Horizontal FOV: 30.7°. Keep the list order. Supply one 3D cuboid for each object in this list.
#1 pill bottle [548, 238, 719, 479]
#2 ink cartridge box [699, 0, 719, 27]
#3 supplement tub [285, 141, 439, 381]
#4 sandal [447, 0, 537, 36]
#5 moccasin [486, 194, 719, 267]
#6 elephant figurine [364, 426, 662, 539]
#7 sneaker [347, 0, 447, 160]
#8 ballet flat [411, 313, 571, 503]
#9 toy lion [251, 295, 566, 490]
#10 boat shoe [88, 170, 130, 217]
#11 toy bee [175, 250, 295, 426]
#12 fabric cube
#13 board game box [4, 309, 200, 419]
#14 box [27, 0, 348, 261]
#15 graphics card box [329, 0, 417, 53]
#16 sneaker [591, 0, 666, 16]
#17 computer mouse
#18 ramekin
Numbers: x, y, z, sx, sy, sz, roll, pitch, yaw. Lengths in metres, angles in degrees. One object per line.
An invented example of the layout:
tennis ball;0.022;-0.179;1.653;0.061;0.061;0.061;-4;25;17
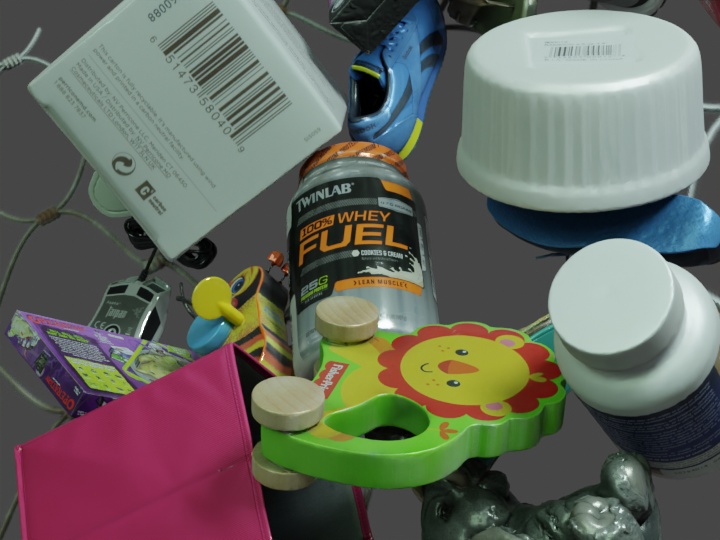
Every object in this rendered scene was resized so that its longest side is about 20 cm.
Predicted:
pill bottle;0.198;0.060;0.897;0.111;0.200;0.111;-13;58;22
ink cartridge box;0.317;-0.311;1.050;0.146;0.200;0.083;-27;53;12
supplement tub;0.000;0.000;1.091;0.122;0.123;0.200;-18;55;19
sandal;0.101;-0.253;1.202;0.057;0.080;0.201;-7;32;-26
moccasin;0.193;-0.030;1.041;0.200;0.068;0.081;20;81;37
elephant figurine;0.105;0.193;0.918;0.199;0.142;0.155;-6;46;19
sneaker;0.030;-0.197;1.220;0.066;0.078;0.201;-2;60;30
ballet flat;0.106;0.098;1.018;0.200;0.071;0.071;-48;51;-6
toy lion;0.043;0.088;0.907;0.191;0.069;0.200;10;27;15
boat shoe;-0.179;-0.121;1.301;0.200;0.076;0.060;-30;10;10
toy bee;-0.097;0.036;1.114;0.109;0.131;0.200;-46;53;7
fabric cube;-0.116;0.209;0.984;0.199;0.196;0.200;-25;54;13
board game box;-0.186;0.091;1.091;0.032;0.200;0.120;-55;51;13
box;-0.145;-0.158;1.168;0.200;0.199;0.171;-36;13;12
graphics card box;0.026;-0.289;1.207;0.125;0.051;0.200;-45;23;20
sneaker;0.181;-0.284;1.177;0.200;0.079;0.074;26;102;39
computer mouse;-0.213;0.040;1.236;0.109;0.044;0.200;10;62;28
ramekin;0.173;-0.132;1.028;0.200;0.098;0.201;-5;29;3
